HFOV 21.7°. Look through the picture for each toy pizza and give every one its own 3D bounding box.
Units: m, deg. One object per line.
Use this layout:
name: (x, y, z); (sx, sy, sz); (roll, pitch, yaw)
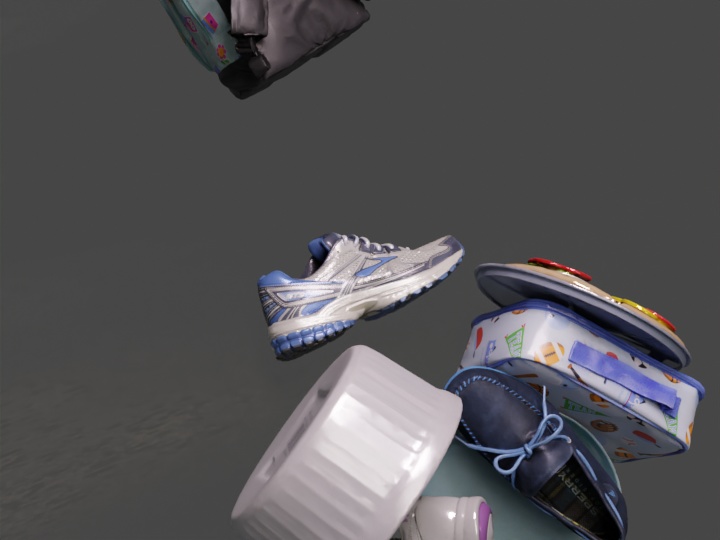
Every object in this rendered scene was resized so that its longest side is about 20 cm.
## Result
toy pizza: (0.192, 0.032, 1.607); (0.199, 0.200, 0.032); (28, 79, -17)

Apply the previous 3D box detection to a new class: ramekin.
ramekin: (-0.016, 0.155, 1.484); (0.098, 0.200, 0.201); (36, 65, -6)

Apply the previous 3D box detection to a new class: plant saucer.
plant saucer: (0.127, 0.211, 1.601); (0.199, 0.027, 0.202); (-1, 96, -14)

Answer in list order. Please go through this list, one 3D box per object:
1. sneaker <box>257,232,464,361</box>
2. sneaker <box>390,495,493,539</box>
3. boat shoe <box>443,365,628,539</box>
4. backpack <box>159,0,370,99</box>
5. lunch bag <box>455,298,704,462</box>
sneaker: (0.000, 0.000, 1.596); (0.199, 0.077, 0.086); (-24, 84, -29)
sneaker: (0.055, 0.263, 1.534); (0.099, 0.075, 0.201); (7, 117, 8)
boat shoe: (0.154, 0.151, 1.546); (0.200, 0.069, 0.084); (37, 100, -14)
backpack: (-0.105, -0.256, 1.578); (0.167, 0.126, 0.201); (-36, 93, -39)
lunch bag: (0.193, 0.097, 1.615); (0.199, 0.160, 0.076); (27, 68, -17)
